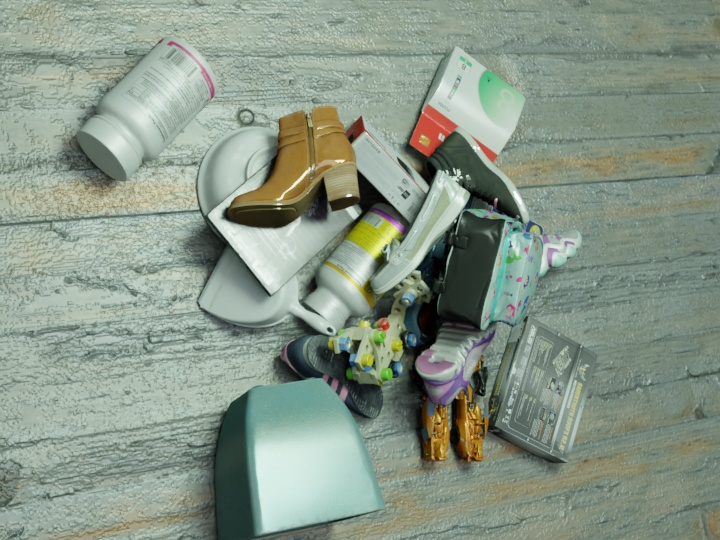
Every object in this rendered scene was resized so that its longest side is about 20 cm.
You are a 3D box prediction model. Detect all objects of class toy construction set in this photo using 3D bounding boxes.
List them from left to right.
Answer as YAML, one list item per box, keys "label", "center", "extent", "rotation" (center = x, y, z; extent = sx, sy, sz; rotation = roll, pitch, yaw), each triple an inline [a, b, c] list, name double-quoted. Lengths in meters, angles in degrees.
- label: "toy construction set"
  center: [0.035, 0.092, 1.558]
  extent: [0.200, 0.091, 0.132]
  rotation: [-48, 129, -32]

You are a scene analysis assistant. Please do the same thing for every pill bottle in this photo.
- label: "pill bottle"
  center: [-0.308, -0.232, 1.493]
  extent: [0.113, 0.113, 0.201]
  rotation: [44, 67, -12]
- label: "pill bottle"
  center: [0.000, 0.000, 1.599]
  extent: [0.104, 0.104, 0.201]
  rotation: [44, 77, -12]

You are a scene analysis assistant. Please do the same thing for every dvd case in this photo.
- label: "dvd case"
  center: [-0.110, -0.083, 1.515]
  extent: [0.200, 0.016, 0.149]
  rotation: [-43, 98, -24]

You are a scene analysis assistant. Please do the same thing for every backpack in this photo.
- label: "backpack"
  center: [0.199, -0.002, 1.584]
  extent: [0.148, 0.200, 0.181]
  rotation: [14, 95, 10]

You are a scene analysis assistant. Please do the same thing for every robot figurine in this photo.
- label: "robot figurine"
  center: [0.152, 0.205, 1.669]
  extent: [0.143, 0.058, 0.204]
  rotation: [5, 80, -26]

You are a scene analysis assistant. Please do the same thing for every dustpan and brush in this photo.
- label: "dustpan and brush"
  center: [-0.124, 0.043, 1.533]
  extent: [0.198, 0.057, 0.141]
  rotation: [31, 95, 14]

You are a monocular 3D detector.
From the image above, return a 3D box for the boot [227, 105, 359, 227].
- label: "boot"
  center: [-0.105, -0.152, 1.489]
  extent: [0.196, 0.074, 0.157]
  rotation: [-10, 70, -11]

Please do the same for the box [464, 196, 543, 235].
- label: "box"
  center: [0.214, -0.057, 1.757]
  extent: [0.197, 0.032, 0.123]
  rotation: [24, 72, -19]

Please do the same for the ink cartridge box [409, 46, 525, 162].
- label: "ink cartridge box"
  center: [0.184, -0.256, 1.752]
  extent: [0.160, 0.050, 0.202]
  rotation: [32, 58, -17]

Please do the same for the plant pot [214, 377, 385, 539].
- label: "plant pot"
  center: [-0.104, 0.266, 1.470]
  extent: [0.193, 0.196, 0.204]
  rotation: [-5, 75, -26]

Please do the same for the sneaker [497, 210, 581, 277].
- label: "sneaker"
  center: [0.274, -0.056, 1.724]
  extent: [0.199, 0.077, 0.141]
  rotation: [-33, 97, -26]

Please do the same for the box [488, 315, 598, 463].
- label: "box"
  center: [0.305, 0.201, 1.748]
  extent: [0.157, 0.048, 0.203]
  rotation: [27, 71, -20]

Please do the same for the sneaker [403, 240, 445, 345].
- label: "sneaker"
  center: [0.119, 0.028, 1.650]
  extent: [0.077, 0.089, 0.204]
  rotation: [18, 84, -30]

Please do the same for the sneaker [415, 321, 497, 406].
- label: "sneaker"
  center: [0.151, 0.140, 1.608]
  extent: [0.200, 0.079, 0.090]
  rotation: [-41, 130, -47]

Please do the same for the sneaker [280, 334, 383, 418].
- label: "sneaker"
  center: [-0.042, 0.162, 1.586]
  extent: [0.200, 0.081, 0.071]
  rotation: [47, 52, -35]

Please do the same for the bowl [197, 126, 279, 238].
- label: "bowl"
  center: [-0.142, -0.131, 1.569]
  extent: [0.198, 0.090, 0.205]
  rotation: [5, 79, -24]

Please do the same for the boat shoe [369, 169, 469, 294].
- label: "boat shoe"
  center: [0.077, -0.052, 1.518]
  extent: [0.065, 0.075, 0.203]
  rotation: [39, 104, -5]

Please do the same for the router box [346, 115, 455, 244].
- label: "router box"
  center: [0.055, -0.145, 1.618]
  extent: [0.049, 0.180, 0.200]
  rotation: [-43, 103, 10]

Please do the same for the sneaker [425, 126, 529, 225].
- label: "sneaker"
  center: [0.182, -0.131, 1.675]
  extent: [0.099, 0.071, 0.201]
  rotation: [-36, 73, -12]
